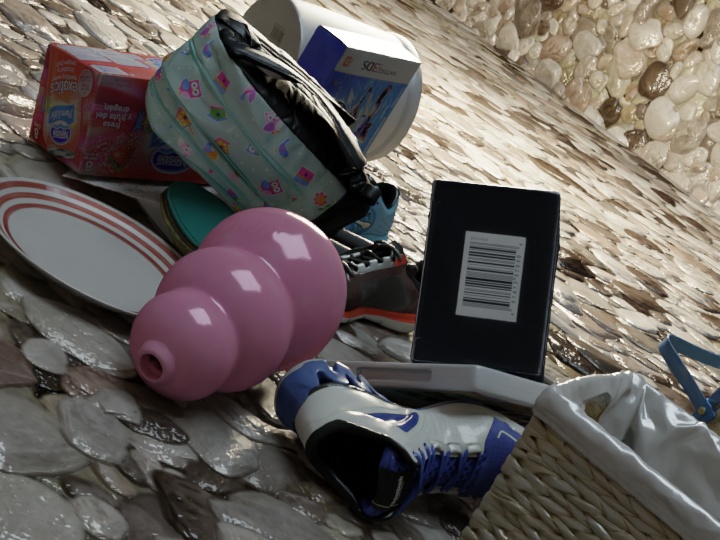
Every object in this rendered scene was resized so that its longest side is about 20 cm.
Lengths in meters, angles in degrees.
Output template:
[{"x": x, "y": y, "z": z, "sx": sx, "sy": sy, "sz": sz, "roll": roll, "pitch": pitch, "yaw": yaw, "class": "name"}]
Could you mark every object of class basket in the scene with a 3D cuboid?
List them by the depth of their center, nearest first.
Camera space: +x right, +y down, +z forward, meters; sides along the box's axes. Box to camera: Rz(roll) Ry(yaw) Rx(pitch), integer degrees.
[{"x": 0.202, "y": 0.195, "z": 1.149, "sx": 0.199, "sy": 0.162, "sz": 0.198, "roll": 37, "pitch": 17, "yaw": 23, "class": "basket"}, {"x": 0.409, "y": 0.160, "z": 1.679, "sx": 0.175, "sy": 0.140, "sz": 0.201, "roll": 17, "pitch": 31, "yaw": -38, "class": "basket"}]

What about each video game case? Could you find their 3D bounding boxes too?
[{"x": 0.096, "y": 0.103, "z": 1.311, "sx": 0.199, "sy": 0.024, "sz": 0.181, "roll": 18, "pitch": -14, "yaw": -41, "class": "video game case"}, {"x": -0.037, "y": -0.155, "z": 1.691, "sx": 0.045, "sy": 0.201, "sz": 0.181, "roll": 39, "pitch": 18, "yaw": 21, "class": "video game case"}]

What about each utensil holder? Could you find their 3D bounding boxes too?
[{"x": -0.050, "y": -0.241, "z": 2.007, "sx": 0.199, "sy": 0.171, "sz": 0.170, "roll": 14, "pitch": 23, "yaw": -40, "class": "utensil holder"}]

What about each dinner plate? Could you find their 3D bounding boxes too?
[{"x": -0.210, "y": -0.011, "z": 1.260, "sx": 0.199, "sy": 0.024, "sz": 0.200, "roll": 29, "pitch": 15, "yaw": -8, "class": "dinner plate"}]

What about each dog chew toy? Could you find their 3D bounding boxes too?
[{"x": -0.095, "y": 0.031, "z": 1.172, "sx": 0.124, "sy": 0.125, "sz": 0.200, "roll": 35, "pitch": 34, "yaw": 15, "class": "dog chew toy"}]

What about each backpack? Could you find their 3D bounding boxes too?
[{"x": -0.088, "y": -0.125, "z": 1.393, "sx": 0.200, "sy": 0.126, "sz": 0.167, "roll": 43, "pitch": 10, "yaw": -30, "class": "backpack"}]

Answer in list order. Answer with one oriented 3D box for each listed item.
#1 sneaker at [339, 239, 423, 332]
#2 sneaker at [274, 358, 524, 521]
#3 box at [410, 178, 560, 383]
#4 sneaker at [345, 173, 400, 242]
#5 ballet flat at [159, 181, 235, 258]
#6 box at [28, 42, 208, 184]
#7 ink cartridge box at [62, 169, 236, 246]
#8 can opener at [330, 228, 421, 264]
[{"x": 0.000, "y": 0.000, "z": 1.510, "sx": 0.077, "sy": 0.082, "sz": 0.199, "roll": 42, "pitch": 18, "yaw": 34, "class": "sneaker"}, {"x": 0.033, "y": 0.143, "z": 1.170, "sx": 0.198, "sy": 0.081, "sz": 0.115, "roll": 18, "pitch": 23, "yaw": -19, "class": "sneaker"}, {"x": 0.109, "y": 0.022, "z": 1.345, "sx": 0.106, "sy": 0.150, "sz": 0.200, "roll": 6, "pitch": -11, "yaw": 8, "class": "box"}, {"x": -0.025, "y": -0.066, "z": 1.647, "sx": 0.078, "sy": 0.090, "sz": 0.199, "roll": 37, "pitch": 20, "yaw": 22, "class": "sneaker"}, {"x": -0.108, "y": 0.000, "z": 1.342, "sx": 0.200, "sy": 0.071, "sz": 0.070, "roll": 39, "pitch": 17, "yaw": 33, "class": "ballet flat"}, {"x": -0.192, "y": -0.143, "z": 1.483, "sx": 0.199, "sy": 0.096, "sz": 0.102, "roll": 2, "pitch": 22, "yaw": -42, "class": "box"}, {"x": -0.164, "y": -0.057, "z": 1.481, "sx": 0.198, "sy": 0.051, "sz": 0.161, "roll": 15, "pitch": 16, "yaw": 2, "class": "ink cartridge box"}, {"x": 0.023, "y": -0.013, "z": 1.596, "sx": 0.199, "sy": 0.067, "sz": 0.054, "roll": 26, "pitch": 35, "yaw": -44, "class": "can opener"}]
